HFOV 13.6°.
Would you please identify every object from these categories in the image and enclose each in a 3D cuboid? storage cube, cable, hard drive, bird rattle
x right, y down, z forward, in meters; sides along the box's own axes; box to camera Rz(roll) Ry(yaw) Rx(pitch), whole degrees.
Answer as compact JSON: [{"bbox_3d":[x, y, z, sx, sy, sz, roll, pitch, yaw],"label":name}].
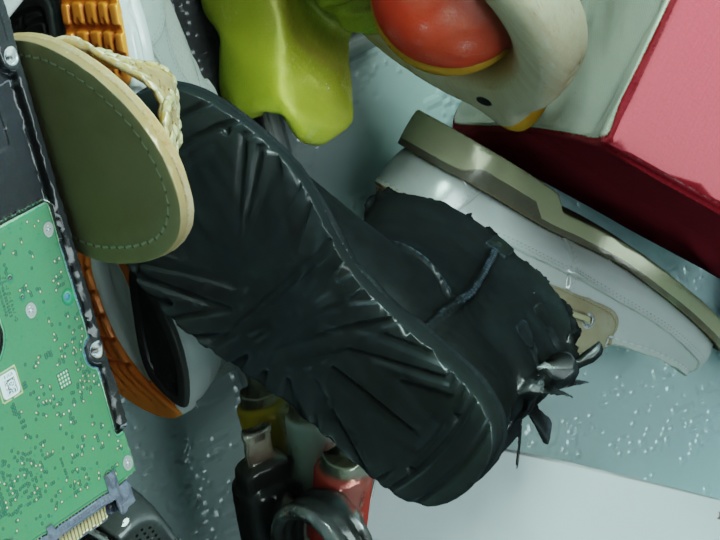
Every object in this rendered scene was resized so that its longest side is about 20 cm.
[{"bbox_3d":[0.172,-0.090,1.241,0.179,0.171,0.201,28,86,-19],"label":"storage cube"},{"bbox_3d":[-0.012,0.128,1.174,0.050,0.097,0.201,-26,127,-23],"label":"cable"},{"bbox_3d":[-0.148,0.011,0.957,0.140,0.038,0.201,-34,114,-46],"label":"hard drive"},{"bbox_3d":[0.018,-0.127,1.147,0.163,0.200,0.113,32,61,8],"label":"bird rattle"}]

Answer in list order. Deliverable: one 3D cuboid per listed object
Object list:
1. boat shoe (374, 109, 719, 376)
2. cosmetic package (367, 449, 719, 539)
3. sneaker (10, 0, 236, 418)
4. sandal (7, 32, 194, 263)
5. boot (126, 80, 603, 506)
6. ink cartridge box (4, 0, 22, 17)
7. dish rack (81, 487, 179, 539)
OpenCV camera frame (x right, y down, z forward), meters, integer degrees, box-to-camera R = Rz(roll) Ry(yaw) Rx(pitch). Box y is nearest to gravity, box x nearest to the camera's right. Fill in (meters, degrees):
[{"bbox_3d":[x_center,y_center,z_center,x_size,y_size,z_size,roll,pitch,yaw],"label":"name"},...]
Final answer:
[{"bbox_3d":[0.076,0.004,1.285,0.200,0.075,0.069,31,90,-36],"label":"boat shoe"},{"bbox_3d":[0.056,0.100,1.263,0.199,0.082,0.051,15,84,-38],"label":"cosmetic package"},{"bbox_3d":[-0.075,-0.051,1.162,0.092,0.075,0.201,-30,119,-41],"label":"sneaker"},{"bbox_3d":[-0.097,-0.055,1.038,0.069,0.211,0.078,-26,109,-32],"label":"sandal"},{"bbox_3d":[0.000,-0.001,1.134,0.198,0.073,0.162,44,20,2],"label":"boot"},{"bbox_3d":[-0.172,-0.199,1.057,0.200,0.083,0.145,50,65,-31],"label":"ink cartridge box"},{"bbox_3d":[-0.123,0.181,1.122,0.200,0.054,0.154,-51,142,-17],"label":"dish rack"}]
